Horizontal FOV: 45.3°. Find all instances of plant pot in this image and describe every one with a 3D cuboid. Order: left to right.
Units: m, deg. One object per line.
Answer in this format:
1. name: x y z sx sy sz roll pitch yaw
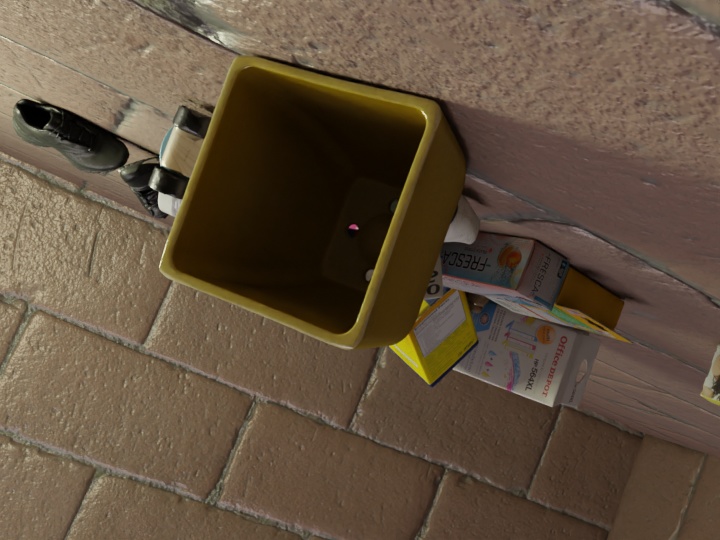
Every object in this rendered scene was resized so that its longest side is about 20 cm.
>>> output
1. plant pot: -0.016 -0.044 0.756 0.195 0.195 0.200 19 178 25

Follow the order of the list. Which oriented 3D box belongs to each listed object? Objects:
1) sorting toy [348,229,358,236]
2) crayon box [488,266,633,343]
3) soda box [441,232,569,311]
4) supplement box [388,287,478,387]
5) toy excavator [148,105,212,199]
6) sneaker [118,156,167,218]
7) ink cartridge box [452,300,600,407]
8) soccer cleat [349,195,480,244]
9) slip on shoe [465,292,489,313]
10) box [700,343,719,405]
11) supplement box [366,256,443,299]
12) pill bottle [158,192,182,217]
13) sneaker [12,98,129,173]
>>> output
1. sorting toy: -0.027 -0.051 1.063 0.184 0.037 0.200 -4 179 -14
2. crayon box: 0.238 0.029 1.086 0.126 0.052 0.200 27 173 -38
3. soda box: 0.150 -0.006 1.039 0.068 0.064 0.200 26 174 -33
4. supplement box: 0.092 0.067 1.295 0.109 0.109 0.200 41 166 33
5. toy excavator: -0.139 -0.120 1.049 0.194 0.100 0.200 22 -172 -4
6. sneaker: -0.356 -0.139 1.503 0.075 0.088 0.200 -17 176 4
7. ink cartridge box: 0.275 0.133 1.404 0.199 0.129 0.125 19 -176 24
8. soccer cleat: 0.036 -0.063 0.919 0.199 0.070 0.086 17 172 39
9. slip on shoe: 0.153 0.033 1.376 0.076 0.061 0.200 25 174 -21
10. box: 0.523 0.154 1.040 0.200 0.076 0.050 16 171 42
11. supplement box: 0.000 0.000 1.044 0.125 0.074 0.200 -6 -177 -20
12. pill bottle: -0.172 -0.091 1.212 0.199 0.116 0.116 22 174 5
13. sneaker: -0.480 -0.222 1.421 0.199 0.076 0.091 19 165 -10
